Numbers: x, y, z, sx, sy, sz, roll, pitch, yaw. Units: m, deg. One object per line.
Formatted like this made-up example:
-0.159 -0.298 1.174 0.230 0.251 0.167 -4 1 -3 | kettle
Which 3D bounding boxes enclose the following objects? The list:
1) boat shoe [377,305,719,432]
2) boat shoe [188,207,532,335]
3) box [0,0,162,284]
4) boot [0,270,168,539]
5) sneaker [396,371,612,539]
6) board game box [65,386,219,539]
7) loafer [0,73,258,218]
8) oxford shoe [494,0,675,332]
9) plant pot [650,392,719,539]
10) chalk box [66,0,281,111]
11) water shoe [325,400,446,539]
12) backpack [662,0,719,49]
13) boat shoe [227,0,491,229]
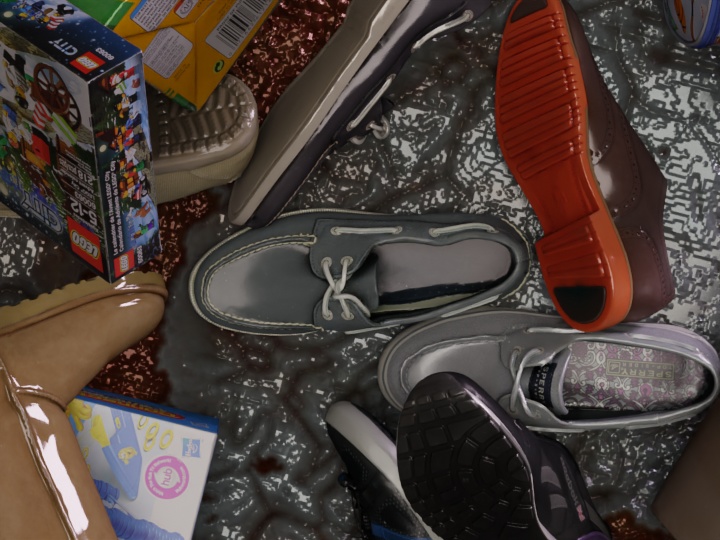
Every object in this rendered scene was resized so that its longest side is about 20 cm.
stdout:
0.111 0.058 1.427 0.201 0.072 0.070 0 94 -1 | boat shoe
0.000 0.000 1.424 0.200 0.062 0.073 -5 95 -2 | boat shoe
-0.187 -0.097 1.315 0.038 0.137 0.200 -33 51 -31 | box
-0.154 0.114 1.351 0.175 0.066 0.200 -17 80 -27 | boot
0.083 0.120 1.405 0.076 0.088 0.200 -17 124 24 | sneaker
-0.199 0.160 1.431 0.196 0.056 0.200 14 94 -3 | board game box
-0.149 -0.061 1.409 0.200 0.068 0.076 -6 59 13 | loafer
0.131 -0.066 1.433 0.073 0.071 0.200 -9 86 -38 | oxford shoe
0.262 0.115 1.373 0.174 0.200 0.200 -44 95 2 | plant pot
-0.144 -0.203 1.355 0.200 0.124 0.125 38 92 25 | chalk box
0.024 0.171 1.431 0.079 0.072 0.200 -33 95 -1 | water shoe
0.243 -0.180 1.364 0.154 0.200 0.191 -10 101 3 | backpack
-0.001 -0.096 1.412 0.063 0.073 0.200 32 101 -21 | boat shoe
